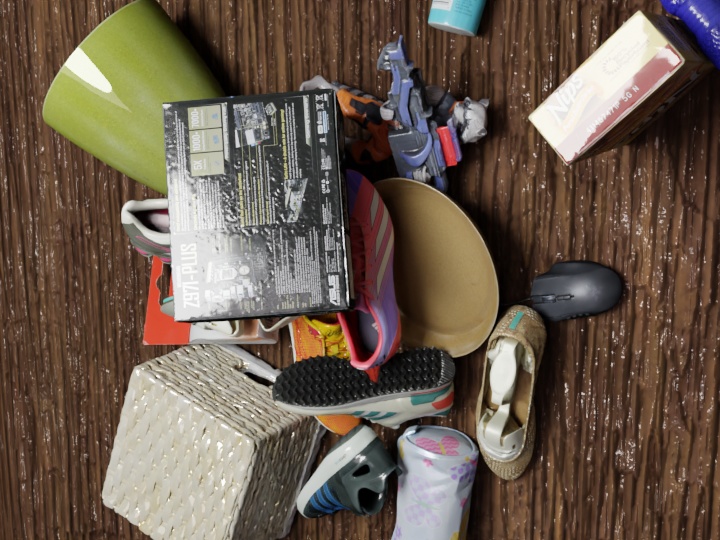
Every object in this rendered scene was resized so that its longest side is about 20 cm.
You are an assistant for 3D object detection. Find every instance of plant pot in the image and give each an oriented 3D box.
[{"bbox_3d":[0.067,-0.005,0.899,0.199,0.027,0.202,25,129,34],"label":"plant pot"},{"bbox_3d":[-0.222,-0.168,0.988,0.200,0.187,0.187,43,115,-3],"label":"plant pot"}]

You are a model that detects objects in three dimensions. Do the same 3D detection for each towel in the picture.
[{"bbox_3d":[0.305,-0.203,0.717,0.201,0.147,0.050,53,135,9],"label":"towel"}]

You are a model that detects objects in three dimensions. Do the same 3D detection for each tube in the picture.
[{"bbox_3d":[0.116,-0.338,0.847,0.077,0.050,0.203,19,102,19],"label":"tube"}]

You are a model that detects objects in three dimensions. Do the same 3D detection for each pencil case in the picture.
[{"bbox_3d":[0.074,0.273,0.946,0.090,0.083,0.203,15,105,28],"label":"pencil case"}]

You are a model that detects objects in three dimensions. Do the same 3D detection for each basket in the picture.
[{"bbox_3d":[-0.172,0.213,1.021,0.197,0.160,0.202,26,108,22],"label":"basket"}]

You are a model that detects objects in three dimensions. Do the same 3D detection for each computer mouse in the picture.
[{"bbox_3d":[0.169,0.030,0.885,0.198,0.034,0.059,-13,93,29],"label":"computer mouse"}]

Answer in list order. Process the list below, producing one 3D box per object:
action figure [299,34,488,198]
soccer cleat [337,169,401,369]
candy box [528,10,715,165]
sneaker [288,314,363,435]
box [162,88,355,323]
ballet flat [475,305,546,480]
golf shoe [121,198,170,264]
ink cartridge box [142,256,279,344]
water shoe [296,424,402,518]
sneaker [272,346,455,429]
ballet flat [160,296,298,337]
[{"bbox_3d":[0.038,-0.169,0.875,0.191,0.105,0.201,9,139,19],"label":"action figure"},{"bbox_3d":[0.000,0.000,0.868,0.066,0.076,0.203,-5,102,22],"label":"soccer cleat"},{"bbox_3d":[0.228,-0.154,0.726,0.115,0.199,0.056,-43,79,30],"label":"candy box"},{"bbox_3d":[-0.041,0.091,0.970,0.077,0.072,0.202,-12,96,67],"label":"sneaker"},{"bbox_3d":[-0.092,-0.056,0.809,0.161,0.086,0.203,-5,87,3],"label":"box"},{"bbox_3d":[0.146,0.135,0.881,0.070,0.065,0.203,12,112,28],"label":"ballet flat"},{"bbox_3d":[-0.162,-0.037,0.934,0.197,0.088,0.078,5,76,4],"label":"golf shoe"},{"bbox_3d":[-0.184,0.004,1.025,0.198,0.050,0.164,-3,75,24],"label":"ink cartridge box"},{"bbox_3d":[-0.015,0.248,0.958,0.079,0.071,0.201,46,145,15],"label":"water shoe"},{"bbox_3d":[0.006,0.141,0.926,0.197,0.071,0.094,-8,132,4],"label":"sneaker"},{"bbox_3d":[-0.123,0.039,0.923,0.198,0.067,0.065,-15,81,13],"label":"ballet flat"}]
